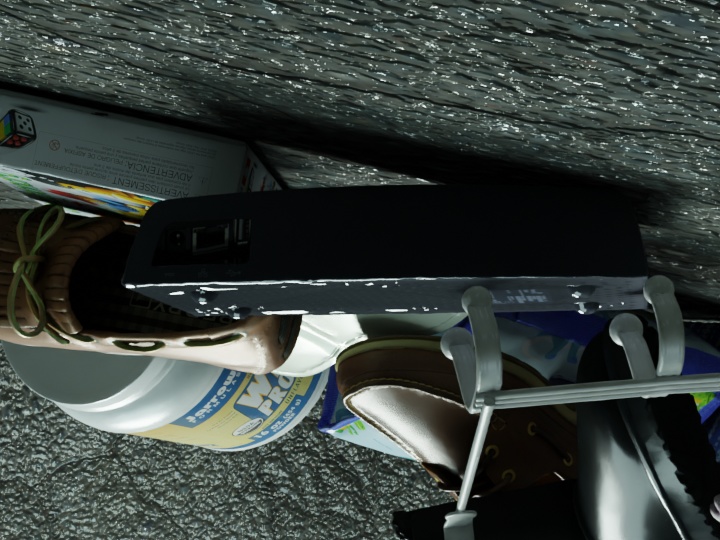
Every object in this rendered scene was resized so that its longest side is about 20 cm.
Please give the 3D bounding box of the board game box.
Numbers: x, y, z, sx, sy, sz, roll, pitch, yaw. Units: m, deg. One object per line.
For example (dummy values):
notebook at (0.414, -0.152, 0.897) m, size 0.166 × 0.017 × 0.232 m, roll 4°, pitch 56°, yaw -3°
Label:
board game box at (-0.104, -0.042, 0.899) m, size 0.126 × 0.035 × 0.200 m, roll 13°, pitch 176°, yaw 5°

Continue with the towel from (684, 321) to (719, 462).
towel at (0.186, 0.097, 1.124) m, size 0.024 × 0.145 × 0.200 m, roll 30°, pitch 171°, yaw -15°

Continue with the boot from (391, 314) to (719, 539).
boot at (0.094, 0.116, 0.926) m, size 0.162 × 0.073 × 0.198 m, roll -14°, pitch 129°, yaw 21°

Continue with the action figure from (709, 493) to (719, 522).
action figure at (0.249, 0.120, 0.879) m, size 0.149 × 0.200 × 0.134 m, roll 8°, pitch 175°, yaw 31°

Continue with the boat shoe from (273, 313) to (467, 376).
boat shoe at (0.000, 0.000, 0.974) m, size 0.073 × 0.062 × 0.200 m, roll 30°, pitch 149°, yaw -23°

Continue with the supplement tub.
supplement tub at (-0.118, 0.034, 1.189) m, size 0.145 × 0.145 × 0.200 m, roll 10°, pitch 175°, yaw 27°

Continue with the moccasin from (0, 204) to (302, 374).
moccasin at (-0.129, 0.007, 0.909) m, size 0.201 × 0.074 × 0.078 m, roll 16°, pitch 167°, yaw 19°

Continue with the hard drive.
hard drive at (0.016, -0.005, 0.772) m, size 0.200 × 0.042 × 0.135 m, roll -1°, pitch 173°, yaw 9°

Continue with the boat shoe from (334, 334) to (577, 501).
boat shoe at (0.071, 0.092, 0.989) m, size 0.200 × 0.068 × 0.072 m, roll 27°, pitch 143°, yaw -32°

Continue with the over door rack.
over door rack at (0.107, 0.061, 0.763) m, size 0.148 × 0.067 × 0.200 m, roll -3°, pitch 146°, yaw -2°

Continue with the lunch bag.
lunch bag at (0.094, 0.057, 1.102) m, size 0.170 × 0.128 × 0.200 m, roll 18°, pitch 158°, yaw -22°
